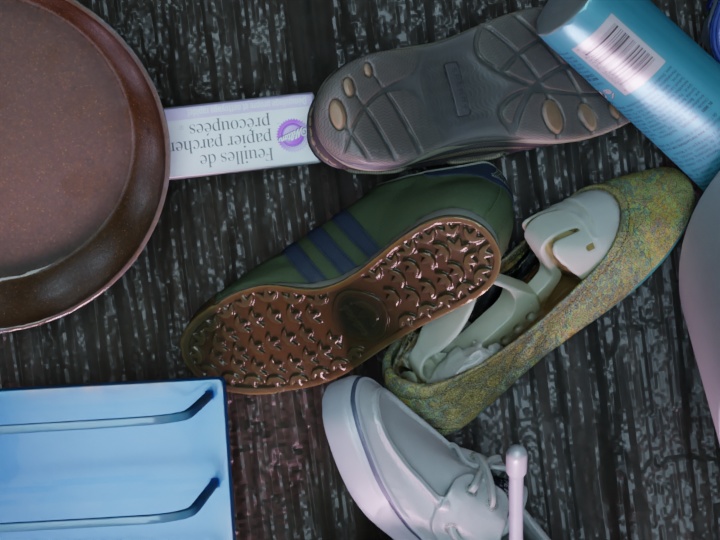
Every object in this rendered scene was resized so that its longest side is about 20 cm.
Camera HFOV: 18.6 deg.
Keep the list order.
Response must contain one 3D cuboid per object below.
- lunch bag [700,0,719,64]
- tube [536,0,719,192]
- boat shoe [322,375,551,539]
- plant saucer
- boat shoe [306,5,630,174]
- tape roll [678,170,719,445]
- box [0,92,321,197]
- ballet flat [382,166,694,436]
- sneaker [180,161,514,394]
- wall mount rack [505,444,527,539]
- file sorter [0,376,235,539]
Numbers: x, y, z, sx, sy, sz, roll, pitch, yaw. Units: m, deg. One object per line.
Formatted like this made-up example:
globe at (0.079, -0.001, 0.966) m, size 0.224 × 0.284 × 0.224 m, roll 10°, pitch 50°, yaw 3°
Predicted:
lunch bag at (0.269, -0.165, 1.161) m, size 0.160 × 0.076 × 0.201 m, roll 22°, pitch 91°, yaw 0°
tube at (0.178, -0.079, 1.144) m, size 0.200 × 0.077 × 0.050 m, roll 40°, pitch 56°, yaw -19°
boat shoe at (0.057, 0.123, 1.155) m, size 0.065 × 0.074 × 0.200 m, roll -26°, pitch 120°, yaw 27°
plant saucer at (-0.198, -0.063, 1.130) m, size 0.199 × 0.035 × 0.201 m, roll -3°, pitch 117°, yaw -5°
boat shoe at (0.061, -0.094, 1.166) m, size 0.199 × 0.073 × 0.075 m, roll -8°, pitch 87°, yaw -21°
tape roll at (0.268, 0.030, 1.102) m, size 0.202 × 0.139 × 0.203 m, roll -1°, pitch 121°, yaw -1°
box at (-0.121, -0.066, 1.182) m, size 0.199 × 0.041 × 0.039 m, roll -6°, pitch 94°, yaw 1°
ballet flat at (0.091, 0.008, 1.168) m, size 0.200 × 0.071 × 0.071 m, roll -42°, pitch 93°, yaw 5°
sneaker at (0.000, 0.000, 1.173) m, size 0.200 × 0.090 × 0.067 m, roll -24°, pitch 111°, yaw 30°
wall mount rack at (0.046, 0.181, 1.086) m, size 0.200 × 0.075 × 0.174 m, roll -28°, pitch 107°, yaw -15°
file sorter at (-0.138, 0.163, 1.110) m, size 0.138 × 0.123 × 0.201 m, roll -3°, pitch 94°, yaw 4°
